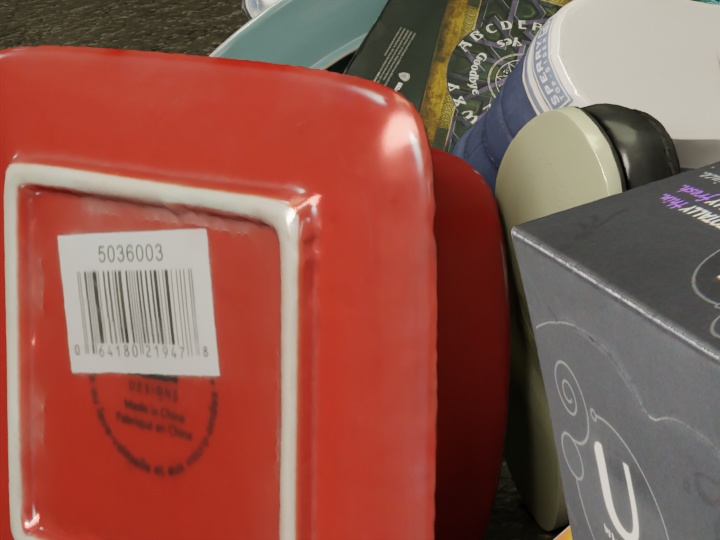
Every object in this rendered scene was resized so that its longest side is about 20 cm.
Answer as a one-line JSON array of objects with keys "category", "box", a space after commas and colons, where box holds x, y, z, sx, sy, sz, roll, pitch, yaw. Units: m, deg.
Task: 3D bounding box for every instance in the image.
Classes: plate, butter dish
[{"category": "plate", "box": [-0.011, -0.073, 0.962, 0.200, 0.200, 0.026, -23, 67, -31]}, {"category": "butter dish", "box": [-0.019, 0.027, 0.696, 0.200, 0.200, 0.148, 10, 14, 41]}]

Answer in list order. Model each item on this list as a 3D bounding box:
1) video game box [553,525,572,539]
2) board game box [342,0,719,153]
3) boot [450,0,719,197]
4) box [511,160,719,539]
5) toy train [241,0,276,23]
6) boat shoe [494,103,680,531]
[{"category": "video game box", "box": [0.160, 0.077, 0.591, 0.182, 0.047, 0.200, 2, 24, 39]}, {"category": "board game box", "box": [0.075, -0.084, 0.849, 0.135, 0.028, 0.200, 24, 53, 7]}, {"category": "boot", "box": [0.132, -0.040, 0.717, 0.199, 0.073, 0.090, 10, -27, -20]}, {"category": "box", "box": [0.156, 0.021, 0.519, 0.199, 0.106, 0.122, -17, 19, -14]}, {"category": "toy train", "box": [0.008, -0.121, 1.060, 0.114, 0.087, 0.200, -16, -11, 12]}, {"category": "boat shoe", "box": [0.081, 0.012, 0.676, 0.063, 0.202, 0.074, -18, 56, -9]}]
